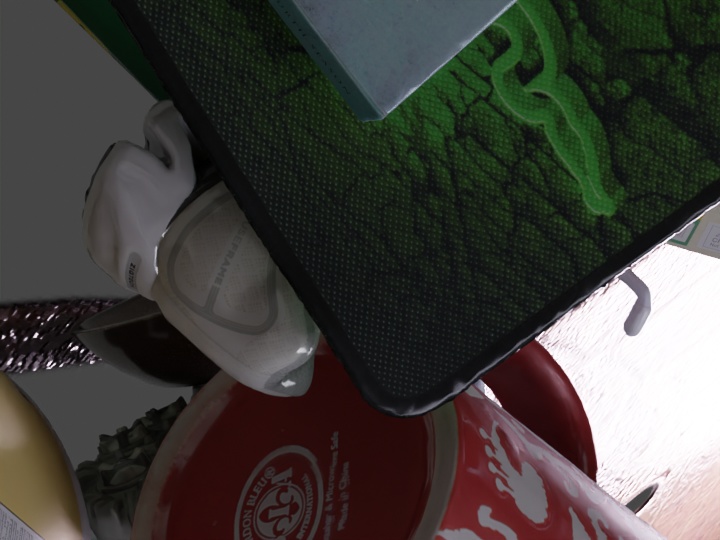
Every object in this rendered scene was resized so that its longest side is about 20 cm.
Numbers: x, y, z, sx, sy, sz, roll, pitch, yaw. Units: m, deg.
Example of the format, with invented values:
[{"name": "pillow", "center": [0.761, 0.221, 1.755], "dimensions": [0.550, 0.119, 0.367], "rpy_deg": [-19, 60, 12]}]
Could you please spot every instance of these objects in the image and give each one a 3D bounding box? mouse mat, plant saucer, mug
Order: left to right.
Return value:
[{"name": "plant saucer", "center": [0.000, 0.000, 0.841], "dimensions": [0.199, 0.032, 0.200], "rpy_deg": [-18, -176, 1]}, {"name": "mouse mat", "center": [0.019, -0.085, 0.622], "dimensions": [0.161, 0.201, 0.008], "rpy_deg": [-36, -170, -14]}, {"name": "mug", "center": [0.023, 0.096, 0.741], "dimensions": [0.133, 0.178, 0.200], "rpy_deg": [-41, 135, 7]}]

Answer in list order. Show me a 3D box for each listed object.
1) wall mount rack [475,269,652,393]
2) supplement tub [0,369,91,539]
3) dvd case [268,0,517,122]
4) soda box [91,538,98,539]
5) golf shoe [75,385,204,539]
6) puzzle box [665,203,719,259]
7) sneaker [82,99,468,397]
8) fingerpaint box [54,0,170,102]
[{"name": "wall mount rack", "center": [0.052, 0.069, 1.186], "dimensions": [0.200, 0.075, 0.174], "rpy_deg": [-15, 144, -55]}, {"name": "supplement tub", "center": [-0.152, 0.070, 0.650], "dimensions": [0.145, 0.145, 0.200], "rpy_deg": [-43, 160, -7]}, {"name": "dvd case", "center": [0.032, -0.155, 0.603], "dimensions": [0.200, 0.146, 0.022], "rpy_deg": [-41, -167, -14]}, {"name": "soda box", "center": [-0.061, 0.130, 0.902], "dimensions": [0.200, 0.067, 0.065], "rpy_deg": [3, 87, -60]}, {"name": "golf shoe", "center": [-0.029, 0.079, 0.815], "dimensions": [0.078, 0.098, 0.200], "rpy_deg": [-16, -176, 17]}, {"name": "puzzle box", "center": [0.165, -0.047, 0.974], "dimensions": [0.133, 0.199, 0.026], "rpy_deg": [110, -4, -57]}, {"name": "sneaker", "center": [0.023, -0.039, 0.678], "dimensions": [0.200, 0.081, 0.075], "rpy_deg": [-36, 156, -18]}, {"name": "fingerpaint box", "center": [0.018, -0.119, 0.736], "dimensions": [0.200, 0.073, 0.167], "rpy_deg": [-46, 161, 3]}]
